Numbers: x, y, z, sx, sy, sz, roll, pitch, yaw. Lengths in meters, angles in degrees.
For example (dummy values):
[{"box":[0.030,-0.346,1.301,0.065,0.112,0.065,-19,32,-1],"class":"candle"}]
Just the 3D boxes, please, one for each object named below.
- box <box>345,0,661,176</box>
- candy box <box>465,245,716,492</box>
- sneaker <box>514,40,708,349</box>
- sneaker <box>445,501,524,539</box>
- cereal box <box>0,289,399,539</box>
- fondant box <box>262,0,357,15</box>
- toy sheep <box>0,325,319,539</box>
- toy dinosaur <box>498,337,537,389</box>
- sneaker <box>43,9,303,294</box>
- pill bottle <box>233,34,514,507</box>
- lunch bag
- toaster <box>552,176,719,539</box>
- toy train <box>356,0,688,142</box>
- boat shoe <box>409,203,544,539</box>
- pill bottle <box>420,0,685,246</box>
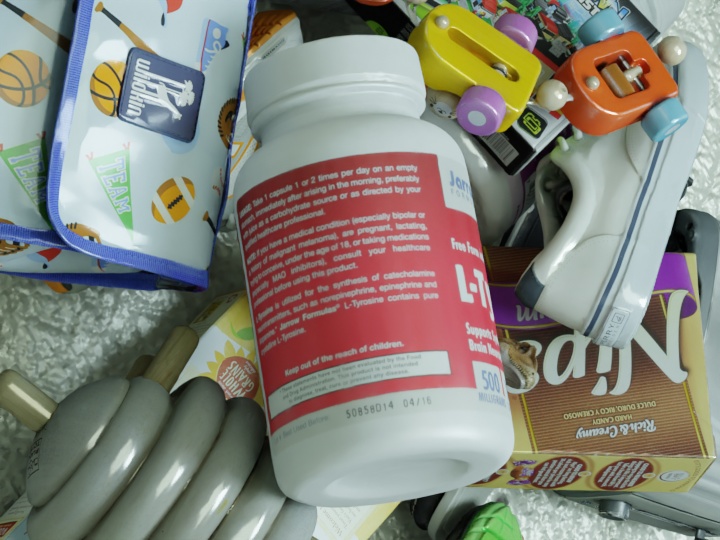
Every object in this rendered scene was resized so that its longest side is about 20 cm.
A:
[{"box":[0.048,-0.157,1.503,0.200,0.035,0.110,46,60,1],"class":"box"},{"box":[0.077,0.050,1.507,0.199,0.057,0.117,2,65,-10],"class":"candy box"},{"box":[0.129,-0.052,1.502,0.071,0.073,0.200,23,48,-4],"class":"sneaker"},{"box":[0.019,0.187,1.519,0.200,0.084,0.077,-46,133,-35],"class":"sneaker"},{"box":[-0.084,0.127,1.483,0.200,0.039,0.144,-45,108,-29],"class":"cereal box"},{"box":[-0.063,-0.220,1.528,0.199,0.058,0.145,6,81,-35],"class":"fondant box"},{"box":[-0.090,0.107,1.386,0.200,0.138,0.138,35,65,-6],"class":"toy sheep"},{"box":[0.000,0.000,1.460,0.200,0.060,0.106,47,53,0],"class":"toy dinosaur"},{"box":[-0.079,-0.043,1.490,0.200,0.076,0.092,-45,115,-27],"class":"sneaker"},{"box":[0.002,0.000,1.355,0.112,0.112,0.201,2,71,-34],"class":"pill bottle"},{"box":[-0.155,-0.085,1.375,0.199,0.124,0.171,10,80,-8],"class":"lunch bag"},{"box":[0.187,0.056,1.635,0.129,0.113,0.201,27,68,-33],"class":"toaster"},{"box":[0.065,-0.127,1.451,0.150,0.056,0.200,-29,78,-42],"class":"toy train"},{"box":[0.071,0.049,1.585,0.060,0.074,0.201,26,83,14],"class":"boat shoe"},{"box":[0.087,-0.109,1.585,0.200,0.112,0.112,-45,109,-30],"class":"pill bottle"}]
